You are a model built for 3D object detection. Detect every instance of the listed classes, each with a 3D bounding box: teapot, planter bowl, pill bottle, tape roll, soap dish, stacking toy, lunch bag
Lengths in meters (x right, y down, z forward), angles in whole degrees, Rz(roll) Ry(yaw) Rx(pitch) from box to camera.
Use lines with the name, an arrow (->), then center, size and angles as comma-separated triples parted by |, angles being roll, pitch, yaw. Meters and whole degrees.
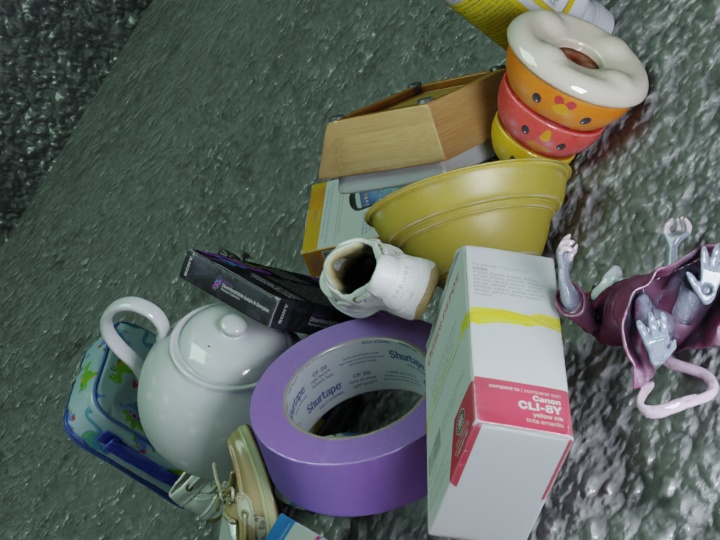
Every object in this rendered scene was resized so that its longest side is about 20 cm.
teapot -> -0.133, 0.099, 1.760 | 0.146, 0.200, 0.197 | 94, 152, -44
planter bowl -> 0.109, -0.032, 1.657 | 0.200, 0.200, 0.084 | -28, 69, 50
pill bottle -> 0.160, -0.288, 1.817 | 0.112, 0.200, 0.113 | -44, 24, 26
tape roll -> 0.004, 0.128, 1.592 | 0.200, 0.066, 0.200 | -12, 35, 8
soap dish -> 0.070, -0.145, 1.809 | 0.157, 0.081, 0.200 | -7, 14, 38
stacking toy -> 0.177, -0.138, 1.722 | 0.146, 0.146, 0.200 | -89, 20, -54
lunch bag -> -0.230, 0.164, 1.988 | 0.082, 0.200, 0.161 | -41, 26, 34

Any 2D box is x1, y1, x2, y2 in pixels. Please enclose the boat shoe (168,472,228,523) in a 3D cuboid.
boat shoe -> -0.139, 0.167, 1.879 | 0.200, 0.069, 0.071 | -63, 16, 0

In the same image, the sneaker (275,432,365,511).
sneaker -> -0.033, 0.190, 1.715 | 0.200, 0.072, 0.072 | -21, 42, 58

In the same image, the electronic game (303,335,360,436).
electronic game -> -0.058, 0.135, 1.884 | 0.200, 0.042, 0.200 | -45, 24, 26

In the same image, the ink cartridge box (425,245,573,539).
ink cartridge box -> 0.108, 0.099, 1.439 | 0.200, 0.083, 0.145 | -90, 12, -46

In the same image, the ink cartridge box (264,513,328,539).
ink cartridge box -> -0.006, 0.276, 1.471 | 0.067, 0.116, 0.200 | -58, 21, -8

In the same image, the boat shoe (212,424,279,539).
boat shoe -> -0.103, 0.244, 1.638 | 0.073, 0.063, 0.200 | -149, 48, -86

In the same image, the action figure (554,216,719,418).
action figure -> 0.229, 0.034, 1.402 | 0.200, 0.134, 0.149 | 161, 97, -75

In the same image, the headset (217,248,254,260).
headset -> -0.137, 0.070, 1.926 | 0.123, 0.094, 0.200 | -28, -32, -36

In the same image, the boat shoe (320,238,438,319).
boat shoe -> 0.000, 0.000, 1.589 | 0.200, 0.069, 0.071 | 0, 69, 67

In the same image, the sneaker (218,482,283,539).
sneaker -> -0.126, 0.284, 1.768 | 0.085, 0.073, 0.200 | -42, 26, 25

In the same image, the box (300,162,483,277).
box -> 0.041, -0.062, 1.869 | 0.200, 0.042, 0.119 | -10, 39, 15

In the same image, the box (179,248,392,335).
box -> -0.065, 0.031, 1.779 | 0.143, 0.200, 0.036 | 27, 97, 42
